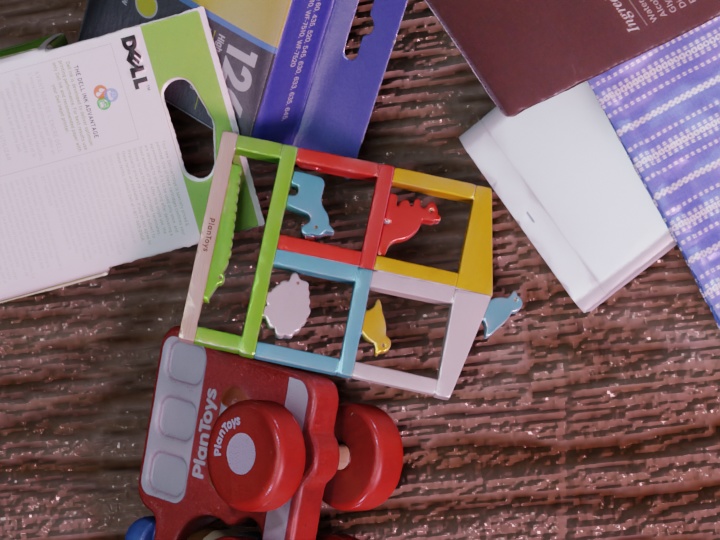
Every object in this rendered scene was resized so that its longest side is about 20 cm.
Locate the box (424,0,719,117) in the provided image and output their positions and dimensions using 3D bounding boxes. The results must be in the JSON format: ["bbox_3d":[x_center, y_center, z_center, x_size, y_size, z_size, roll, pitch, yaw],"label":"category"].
[{"bbox_3d":[0.134,-0.223,1.466,0.199,0.166,0.165,-25,113,31],"label":"box"}]

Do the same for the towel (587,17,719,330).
[{"bbox_3d":[0.235,-0.060,1.532,0.144,0.024,0.201,-28,96,16],"label":"towel"}]

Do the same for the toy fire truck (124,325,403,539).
[{"bbox_3d":[-0.075,0.146,1.650,0.167,0.112,0.201,15,97,44],"label":"toy fire truck"}]

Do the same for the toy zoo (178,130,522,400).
[{"bbox_3d":[0.000,0.000,1.609,0.199,0.020,0.132,11,82,-1],"label":"toy zoo"}]

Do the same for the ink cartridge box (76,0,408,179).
[{"bbox_3d":[-0.068,-0.180,1.618,0.199,0.047,0.199,31,120,24],"label":"ink cartridge box"}]

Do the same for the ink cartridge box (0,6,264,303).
[{"bbox_3d":[-0.171,-0.075,1.668,0.199,0.076,0.149,-15,101,5],"label":"ink cartridge box"}]

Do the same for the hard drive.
[{"bbox_3d":[0.173,-0.088,1.579,0.200,0.026,0.132,-39,79,18],"label":"hard drive"}]
